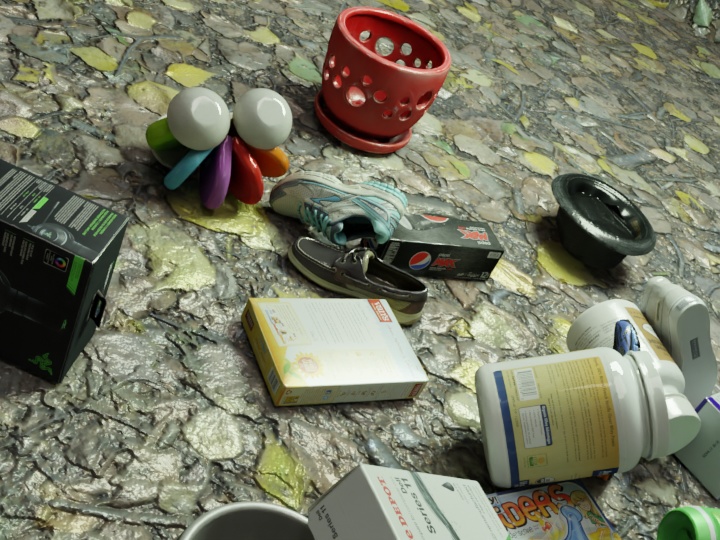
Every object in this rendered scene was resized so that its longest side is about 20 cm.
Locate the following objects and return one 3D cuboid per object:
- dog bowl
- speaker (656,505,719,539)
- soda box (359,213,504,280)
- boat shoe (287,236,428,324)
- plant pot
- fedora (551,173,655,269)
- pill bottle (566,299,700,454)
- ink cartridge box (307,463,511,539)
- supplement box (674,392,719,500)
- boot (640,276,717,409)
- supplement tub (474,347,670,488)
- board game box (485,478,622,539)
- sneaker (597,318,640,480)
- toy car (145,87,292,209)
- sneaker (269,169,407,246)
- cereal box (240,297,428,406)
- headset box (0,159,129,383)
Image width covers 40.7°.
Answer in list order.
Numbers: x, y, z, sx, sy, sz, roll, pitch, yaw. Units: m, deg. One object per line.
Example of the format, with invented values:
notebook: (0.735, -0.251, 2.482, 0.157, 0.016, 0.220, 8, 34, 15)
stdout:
dog bowl: (-0.091, 0.295, 0.869, 0.199, 0.059, 0.200, 17, 36, -13)
speaker: (0.454, 0.330, 1.150, 0.199, 0.089, 0.089, 12, 37, -20)
soda box: (0.105, -0.035, 1.412, 0.199, 0.063, 0.071, 5, 40, -29)
boat shoe: (0.000, 0.000, 1.297, 0.199, 0.065, 0.072, 29, 37, 5)
plant pot: (0.025, -0.308, 1.605, 0.200, 0.183, 0.201, 18, 36, -13)
fedora: (0.386, -0.071, 1.611, 0.200, 0.092, 0.201, 17, 36, -13)
pill bottle: (0.368, 0.145, 1.304, 0.114, 0.115, 0.200, 6, 40, -26)
ink cartridge box: (0.063, 0.272, 0.921, 0.200, 0.083, 0.147, 20, 31, -47)
supplement box: (0.530, 0.220, 1.325, 0.199, 0.101, 0.103, -11, 50, -41)
boot: (0.445, 0.101, 1.369, 0.073, 0.201, 0.096, -18, 32, -11)
supplement tub: (0.238, 0.166, 1.110, 0.199, 0.145, 0.145, -8, 39, 4)
board game box: (0.198, 0.303, 1.063, 0.199, 0.035, 0.136, -2, 44, -34)
sneaker: (0.302, 0.155, 1.209, 0.078, 0.201, 0.075, 14, -9, 15)
toy car: (-0.190, -0.159, 1.322, 0.199, 0.175, 0.151, -4, 84, -26)
sneaker: (-0.040, -0.081, 1.333, 0.199, 0.078, 0.087, 5, 55, 20)
cereal box: (-0.031, 0.095, 1.178, 0.199, 0.040, 0.144, 3, 42, -31)
headset box: (-0.348, -0.002, 0.984, 0.199, 0.175, 0.093, 25, 34, -4)
